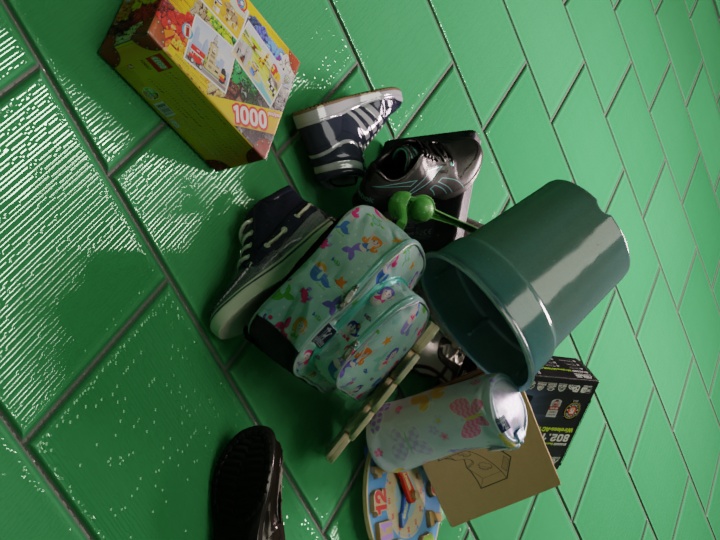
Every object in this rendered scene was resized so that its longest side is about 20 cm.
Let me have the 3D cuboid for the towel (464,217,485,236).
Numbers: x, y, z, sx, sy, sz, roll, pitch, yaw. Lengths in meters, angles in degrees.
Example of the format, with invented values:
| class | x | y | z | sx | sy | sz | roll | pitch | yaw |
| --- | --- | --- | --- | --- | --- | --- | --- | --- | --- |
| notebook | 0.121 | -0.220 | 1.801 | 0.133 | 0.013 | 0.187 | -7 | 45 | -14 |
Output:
| class | x | y | z | sx | sy | sz | roll | pitch | yaw |
| --- | --- | --- | --- | --- | --- | --- | --- | --- | --- |
| towel | 0.171 | -0.009 | 1.546 | 0.032 | 0.190 | 0.200 | -46 | 126 | -10 |

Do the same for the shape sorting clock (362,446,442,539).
| class | x | y | z | sx | sy | sz | roll | pitch | yaw |
| --- | --- | --- | --- | --- | --- | --- | --- | --- | --- |
| shape sorting clock | 0.058 | 0.293 | 1.424 | 0.199 | 0.039 | 0.203 | 17 | 69 | -53 |

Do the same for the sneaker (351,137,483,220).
| class | x | y | z | sx | sy | sz | roll | pitch | yaw |
| --- | --- | --- | --- | --- | --- | --- | --- | --- | --- |
| sneaker | 0.080 | -0.126 | 1.366 | 0.199 | 0.075 | 0.080 | -29 | 146 | -28 |

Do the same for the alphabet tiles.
| class | x | y | z | sx | sy | sz | roll | pitch | yaw |
| --- | --- | --- | --- | --- | --- | --- | --- | --- | --- |
| alphabet tiles | 0.024 | 0.140 | 1.289 | 0.015 | 0.201 | 0.196 | 38 | 0 | 2 |

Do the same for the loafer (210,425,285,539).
| class | x | y | z | sx | sy | sz | roll | pitch | yaw |
| --- | --- | --- | --- | --- | --- | --- | --- | --- | --- |
| loafer | -0.116 | 0.267 | 1.160 | 0.071 | 0.072 | 0.203 | 33 | 61 | -59 |

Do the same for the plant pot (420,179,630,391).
| class | x | y | z | sx | sy | sz | roll | pitch | yaw |
| --- | --- | --- | --- | --- | --- | --- | --- | --- | --- |
| plant pot | 0.206 | 0.005 | 1.319 | 0.195 | 0.200 | 0.201 | -37 | 118 | -15 |

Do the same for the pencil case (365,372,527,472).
| class | x | y | z | sx | sy | sz | roll | pitch | yaw |
| --- | --- | --- | --- | --- | --- | --- | --- | --- | --- |
| pencil case | 0.102 | 0.186 | 1.319 | 0.091 | 0.198 | 0.083 | 60 | 35 | -18 |

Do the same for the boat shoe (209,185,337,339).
| class | x | y | z | sx | sy | sz | roll | pitch | yaw |
| --- | --- | --- | --- | --- | --- | --- | --- | --- | --- |
| boat shoe | -0.115 | -0.012 | 1.229 | 0.093 | 0.075 | 0.200 | 41 | 58 | 15 |

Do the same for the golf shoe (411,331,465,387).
| class | x | y | z | sx | sy | sz | roll | pitch | yaw |
| --- | --- | --- | --- | --- | --- | --- | --- | --- | --- |
| golf shoe | 0.122 | 0.123 | 1.513 | 0.200 | 0.087 | 0.078 | 52 | 42 | -34 |

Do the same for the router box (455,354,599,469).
| class | x | y | z | sx | sy | sz | roll | pitch | yaw |
| --- | --- | --- | --- | --- | --- | --- | --- | --- | --- |
| router box | 0.211 | 0.191 | 1.496 | 0.198 | 0.062 | 0.151 | 8 | 115 | -29 |

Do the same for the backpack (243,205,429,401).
| class | x | y | z | sx | sy | sz | roll | pitch | yaw |
| --- | --- | --- | --- | --- | --- | --- | --- | --- | --- |
| backpack | -0.009 | 0.036 | 1.203 | 0.201 | 0.150 | 0.178 | -55 | 160 | -6 |

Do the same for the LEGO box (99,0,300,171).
| class | x | y | z | sx | sy | sz | roll | pitch | yaw |
| --- | --- | --- | --- | --- | --- | --- | --- | --- | --- |
| LEGO box | -0.167 | -0.230 | 1.182 | 0.200 | 0.076 | 0.150 | 46 | 48 | -40 |

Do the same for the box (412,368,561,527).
| class | x | y | z | sx | sy | sz | roll | pitch | yaw |
| --- | --- | --- | --- | --- | --- | --- | --- | --- | --- |
| box | 0.155 | 0.227 | 1.429 | 0.021 | 0.162 | 0.202 | -100 | 167 | -66 |

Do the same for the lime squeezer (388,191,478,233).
| class | x | y | z | sx | sy | sz | roll | pitch | yaw |
| --- | --- | --- | --- | --- | --- | --- | --- | --- | --- |
| lime squeezer | 0.076 | -0.071 | 1.319 | 0.199 | 0.070 | 0.038 | 2 | 105 | -59 |

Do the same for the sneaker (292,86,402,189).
| class | x | y | z | sx | sy | sz | roll | pitch | yaw |
| --- | --- | --- | --- | --- | --- | --- | --- | --- | --- |
| sneaker | -0.004 | -0.170 | 1.411 | 0.199 | 0.070 | 0.110 | -24 | 99 | -49 |

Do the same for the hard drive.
| class | x | y | z | sx | sy | sz | roll | pitch | yaw |
| --- | --- | --- | --- | --- | --- | --- | --- | --- | --- |
| hard drive | 0.077 | -0.094 | 1.450 | 0.033 | 0.138 | 0.202 | 51 | 44 | -47 |

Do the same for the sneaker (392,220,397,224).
| class | x | y | z | sx | sy | sz | roll | pitch | yaw |
| --- | --- | --- | --- | --- | --- | --- | --- | --- | --- |
| sneaker | 0.000 | 0.000 | 1.370 | 0.082 | 0.073 | 0.201 | 45 | 55 | -19 |

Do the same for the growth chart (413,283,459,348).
| class | x | y | z | sx | sy | sz | roll | pitch | yaw |
| --- | --- | --- | --- | --- | --- | --- | --- | --- | --- |
| growth chart | 0.153 | 0.075 | 1.563 | 0.199 | 0.018 | 0.145 | 12 | 32 | -53 |
